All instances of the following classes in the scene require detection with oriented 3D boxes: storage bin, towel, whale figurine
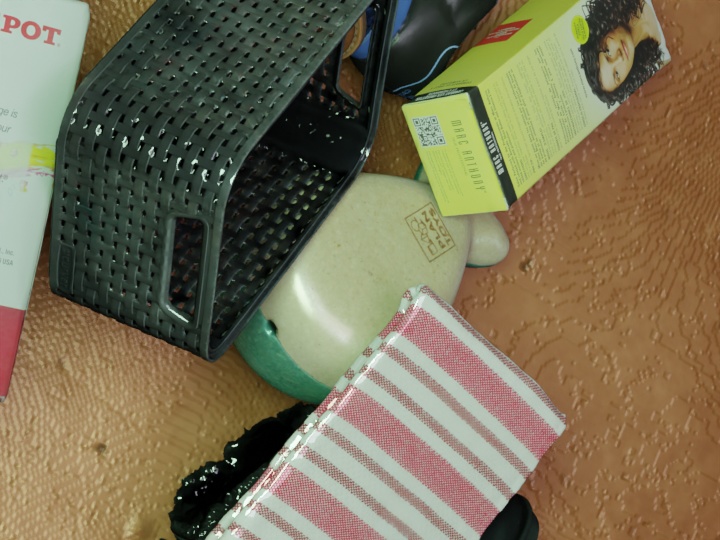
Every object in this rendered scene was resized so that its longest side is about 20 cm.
[{"bbox_3d":[-0.067,-0.069,1.299,0.200,0.094,0.135,-53,161,-44],"label":"storage bin"},{"bbox_3d":[0.010,0.117,1.390,0.200,0.030,0.146,-51,130,-5],"label":"towel"},{"bbox_3d":[0.000,0.000,1.451,0.200,0.104,0.159,-34,94,-48],"label":"whale figurine"}]

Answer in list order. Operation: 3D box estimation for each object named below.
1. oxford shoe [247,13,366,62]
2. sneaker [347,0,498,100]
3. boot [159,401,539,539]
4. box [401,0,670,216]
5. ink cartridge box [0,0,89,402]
[{"bbox_3d":[-0.073,-0.181,1.383,0.200,0.071,0.071,49,33,-18],"label":"oxford shoe"},{"bbox_3d":[0.053,-0.192,1.477,0.078,0.070,0.200,37,77,-39],"label":"sneaker"},{"bbox_3d":[-0.006,0.145,1.461,0.198,0.073,0.163,-39,115,-16],"label":"boot"},{"bbox_3d":[0.104,-0.109,1.480,0.200,0.050,0.075,-42,118,-43],"label":"box"},{"bbox_3d":[-0.242,-0.053,1.261,0.145,0.144,0.201,14,88,-32],"label":"ink cartridge box"}]
